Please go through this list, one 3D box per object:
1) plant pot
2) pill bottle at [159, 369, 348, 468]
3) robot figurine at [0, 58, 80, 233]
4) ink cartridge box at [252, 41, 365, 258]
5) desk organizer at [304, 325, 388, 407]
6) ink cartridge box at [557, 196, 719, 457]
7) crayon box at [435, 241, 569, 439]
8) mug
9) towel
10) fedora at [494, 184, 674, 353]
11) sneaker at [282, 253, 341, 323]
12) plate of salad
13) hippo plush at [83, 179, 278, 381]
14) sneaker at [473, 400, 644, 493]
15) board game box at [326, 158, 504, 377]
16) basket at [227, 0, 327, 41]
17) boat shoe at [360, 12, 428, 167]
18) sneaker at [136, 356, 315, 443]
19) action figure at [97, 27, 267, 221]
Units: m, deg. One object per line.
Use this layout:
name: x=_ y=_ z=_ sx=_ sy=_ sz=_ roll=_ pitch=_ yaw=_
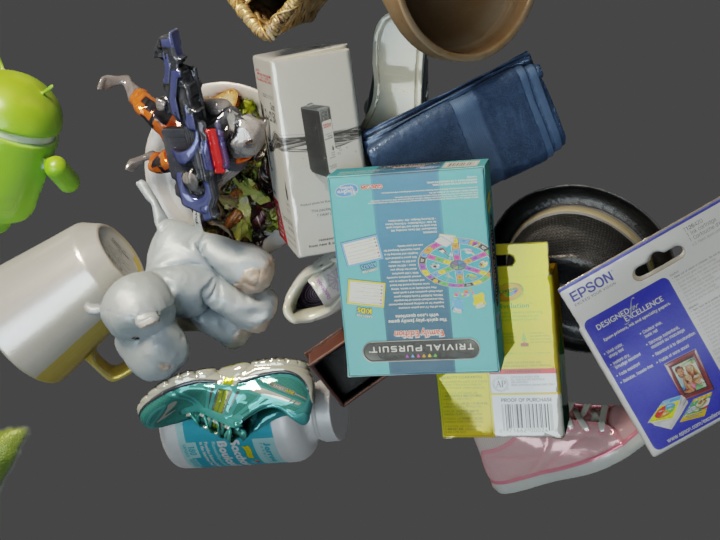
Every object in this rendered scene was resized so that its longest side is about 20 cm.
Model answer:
plant pot: x=0.076 y=-0.304 z=1.260 sx=0.093 sy=0.201 sz=0.201 roll=15 pitch=115 yaw=47
pill bottle: x=-0.118 y=0.163 z=1.476 sx=0.199 sy=0.111 sz=0.111 roll=-6 pitch=105 yaw=17
robot figurine: x=-0.403 y=-0.134 z=1.457 sx=0.175 sy=0.116 sz=0.200 roll=29 pitch=112 yaw=10
ink cartridge box: x=-0.049 y=-0.127 z=1.336 sx=0.084 sy=0.144 sz=0.201 roll=-9 pitch=103 yaw=-10
desk organizer: x=0.042 y=0.065 z=1.384 sx=0.200 sy=0.077 sz=0.072 roll=-35 pitch=96 yaw=0
ink cartridge box: x=0.324 y=0.050 z=1.281 sx=0.197 sy=0.047 sz=0.200 roll=-30 pitch=97 yaw=7
crayon box: x=0.138 y=0.066 z=1.306 sx=0.127 sy=0.051 sz=0.201 roll=-2 pitch=104 yaw=16
mug: x=-0.319 y=0.029 z=1.495 sx=0.153 sy=0.187 sz=0.150 roll=-36 pitch=63 yaw=13
towel: x=0.104 y=-0.128 z=1.316 sx=0.200 sy=0.049 sz=0.112 roll=-28 pitch=115 yaw=-9
fedora: x=0.222 y=0.009 z=1.344 sx=0.200 sy=0.092 sz=0.201 roll=4 pitch=107 yaw=13
sneaker: x=0.000 y=0.000 z=1.399 sx=0.200 sy=0.100 sz=0.075 roll=-36 pitch=93 yaw=21
plate of salad: x=-0.148 y=-0.105 z=1.434 sx=0.199 sy=0.048 sz=0.201 roll=4 pitch=108 yaw=13
hippo plush: x=-0.190 y=0.029 z=1.389 sx=0.159 sy=0.161 sz=0.200 roll=3 pitch=122 yaw=30
sneaker: x=0.211 y=0.165 z=1.405 sx=0.200 sy=0.075 sz=0.105 roll=-22 pitch=105 yaw=25
board game box: x=0.055 y=-0.001 z=1.257 sx=0.151 sy=0.047 sz=0.201 roll=-2 pitch=104 yaw=13
basket: x=-0.067 y=-0.348 z=1.282 sx=0.143 sy=0.149 sz=0.200 roll=41 pitch=113 yaw=0
boat shoe: x=0.036 y=-0.171 z=1.356 sx=0.075 sy=0.062 sz=0.201 roll=6 pitch=106 yaw=15
sneaker: x=-0.145 y=0.144 z=1.391 sx=0.199 sy=0.078 sz=0.080 roll=-12 pitch=71 yaw=14
action figure: x=-0.178 y=-0.164 z=1.350 sx=0.193 sy=0.105 sz=0.200 roll=15 pitch=122 yaw=31
